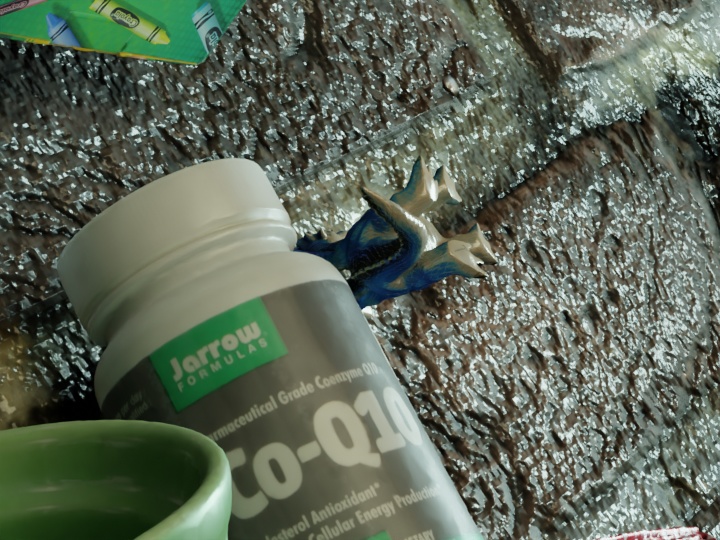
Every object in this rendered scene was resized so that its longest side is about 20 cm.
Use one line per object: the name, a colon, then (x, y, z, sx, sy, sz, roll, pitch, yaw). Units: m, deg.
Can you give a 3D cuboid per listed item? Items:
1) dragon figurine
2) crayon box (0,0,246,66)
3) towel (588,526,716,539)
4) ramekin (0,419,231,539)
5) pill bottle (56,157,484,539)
dragon figurine: (0.000, 0.000, 1.085, 0.059, 0.099, 0.200, 59, 9, -1)
crayon box: (-0.140, -0.152, 1.077, 0.119, 0.058, 0.200, 44, 18, 20)
towel: (0.096, 0.181, 1.041, 0.200, 0.022, 0.145, 3, 97, -61)
ramekin: (-0.126, 0.124, 0.752, 0.200, 0.200, 0.098, -33, 113, -58)
pill bottle: (-0.037, 0.064, 1.001, 0.113, 0.113, 0.200, -7, 64, -54)
